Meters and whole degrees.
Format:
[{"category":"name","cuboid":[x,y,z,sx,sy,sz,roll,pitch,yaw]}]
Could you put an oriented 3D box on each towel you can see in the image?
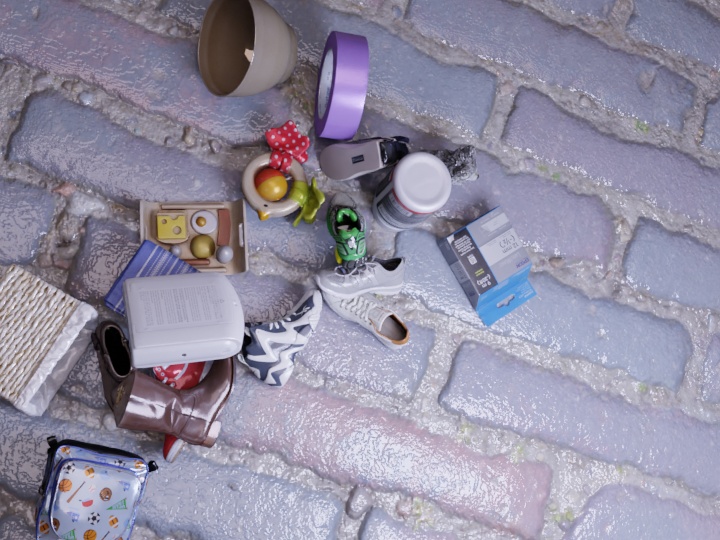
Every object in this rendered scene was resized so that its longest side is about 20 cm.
[{"category":"towel","cuboid":[-0.345,0.052,1.585,0.199,0.024,0.146,32,70,-7]}]

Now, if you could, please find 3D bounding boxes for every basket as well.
[{"category":"basket","cuboid":[-0.558,0.117,1.471,0.160,0.198,0.201,34,73,-4]}]

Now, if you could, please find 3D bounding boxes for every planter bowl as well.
[{"category":"planter bowl","cuboid":[-0.206,-0.427,1.687,0.134,0.199,0.203,1,78,-42]}]

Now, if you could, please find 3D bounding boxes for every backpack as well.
[{"category":"backpack","cuboid":[-0.456,0.398,1.475,0.198,0.154,0.193,16,86,-14]}]

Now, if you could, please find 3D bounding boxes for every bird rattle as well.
[{"category":"bird rattle","cuboid":[-0.151,-0.179,1.679,0.162,0.113,0.202,-23,85,-19]}]

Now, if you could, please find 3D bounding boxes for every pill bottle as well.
[{"category":"pill bottle","cuboid":[0.092,-0.145,1.692,0.114,0.200,0.118,3,79,-14]}]

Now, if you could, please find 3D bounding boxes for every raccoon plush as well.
[{"category":"raccoon plush","cuboid":[0.139,-0.209,1.751,0.197,0.134,0.098,3,80,-14]}]

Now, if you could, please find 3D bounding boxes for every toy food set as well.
[{"category":"toy food set","cuboid":[-0.312,-0.065,1.642,0.197,0.060,0.146,-2,80,-16]}]

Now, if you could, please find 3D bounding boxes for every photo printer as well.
[{"category":"photo printer","cuboid":[-0.303,0.081,1.512,0.197,0.070,0.168,-5,50,-20]}]

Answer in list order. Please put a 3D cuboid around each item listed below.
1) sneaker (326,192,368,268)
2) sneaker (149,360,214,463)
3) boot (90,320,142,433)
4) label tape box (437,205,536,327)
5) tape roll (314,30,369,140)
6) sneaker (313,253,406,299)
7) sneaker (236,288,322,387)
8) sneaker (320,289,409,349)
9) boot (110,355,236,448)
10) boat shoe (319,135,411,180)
[{"category":"sneaker","cuboid":[-0.022,-0.095,1.674,0.077,0.086,0.201,-8,36,-6]},{"category":"sneaker","cuboid":[-0.343,0.234,1.570,0.111,0.071,0.202,24,67,-14]},{"category":"boot","cuboid":[-0.414,0.185,1.521,0.070,0.146,0.202,-24,87,-22]},{"category":"label tape box","cuboid":[0.270,-0.008,1.785,0.142,0.066,0.201,-29,86,-18]},{"category":"tape roll","cuboid":[-0.038,-0.357,1.698,0.065,0.200,0.203,6,78,-13]},{"category":"sneaker","cuboid":[0.000,0.000,1.673,0.198,0.083,0.075,-5,38,-35]},{"category":"sneaker","cuboid":[-0.162,0.104,1.639,0.129,0.079,0.201,30,83,-16]},{"category":"sneaker","cuboid":[0.016,0.074,1.691,0.199,0.085,0.073,34,74,-3]},{"category":"boot","cuboid":[-0.319,0.195,1.498,0.199,0.064,0.189,24,66,-32]},{"category":"boat shoe","cuboid":[0.012,-0.221,1.708,0.092,0.199,0.076,-16,103,-40]}]
